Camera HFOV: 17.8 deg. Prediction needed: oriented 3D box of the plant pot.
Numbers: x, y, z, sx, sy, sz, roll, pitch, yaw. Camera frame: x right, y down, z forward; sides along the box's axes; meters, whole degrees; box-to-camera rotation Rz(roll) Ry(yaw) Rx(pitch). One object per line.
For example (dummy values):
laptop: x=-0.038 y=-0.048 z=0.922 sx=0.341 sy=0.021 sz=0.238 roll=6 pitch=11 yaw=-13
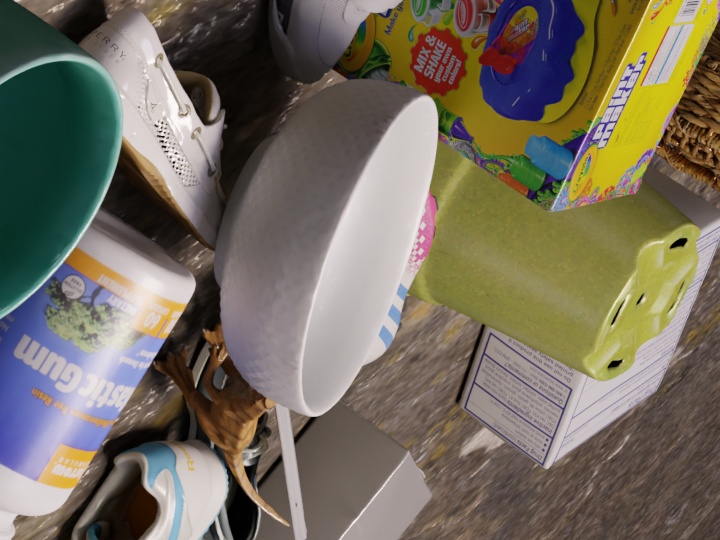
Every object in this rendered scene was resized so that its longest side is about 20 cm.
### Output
plant pot: x=0.137 y=-0.022 z=1.657 sx=0.200 sy=0.184 sz=0.201 roll=-43 pitch=153 yaw=-28

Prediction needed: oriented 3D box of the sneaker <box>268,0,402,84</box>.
sneaker: x=0.026 y=-0.181 z=1.333 sx=0.075 sy=0.115 sz=0.201 roll=-8 pitch=129 yaw=-58

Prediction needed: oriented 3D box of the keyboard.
keyboard: x=-0.052 y=0.096 z=1.523 sx=0.011 sy=0.057 sz=0.201 roll=-9 pitch=132 yaw=-3

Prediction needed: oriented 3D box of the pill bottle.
pill bottle: x=-0.185 y=0.062 z=1.251 sx=0.201 sy=0.112 sz=0.112 roll=-59 pitch=156 yaw=5

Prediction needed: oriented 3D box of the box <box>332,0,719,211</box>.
box: x=0.109 y=-0.174 z=1.402 sx=0.122 sy=0.192 sz=0.201 roll=-13 pitch=132 yaw=-57

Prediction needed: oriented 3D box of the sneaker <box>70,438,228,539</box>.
sneaker: x=-0.164 y=0.202 z=1.529 sx=0.080 sy=0.076 sz=0.201 roll=7 pitch=109 yaw=-54

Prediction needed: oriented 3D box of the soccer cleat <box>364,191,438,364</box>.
soccer cleat: x=0.000 y=0.000 z=1.568 sx=0.086 sy=0.070 sz=0.201 roll=-37 pitch=150 yaw=-36

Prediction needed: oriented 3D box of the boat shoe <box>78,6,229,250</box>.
boat shoe: x=-0.103 y=-0.077 z=1.277 sx=0.069 sy=0.071 sz=0.200 roll=-49 pitch=154 yaw=-9

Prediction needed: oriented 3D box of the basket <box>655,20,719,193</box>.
basket: x=0.305 y=-0.102 z=1.847 sx=0.142 sy=0.199 sz=0.150 roll=-21 pitch=140 yaw=-53

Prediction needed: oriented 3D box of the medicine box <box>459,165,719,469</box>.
medicine box: x=0.195 y=0.035 z=1.936 sx=0.182 sy=0.103 sz=0.201 roll=-27 pitch=144 yaw=-47

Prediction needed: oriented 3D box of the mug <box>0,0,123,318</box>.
mug: x=-0.212 y=-0.052 z=1.053 sx=0.185 sy=0.114 sz=0.153 roll=-38 pitch=151 yaw=-33

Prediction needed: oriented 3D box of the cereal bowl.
cereal bowl: x=-0.029 y=-0.021 z=1.336 sx=0.200 sy=0.083 sz=0.202 roll=21 pitch=90 yaw=-78

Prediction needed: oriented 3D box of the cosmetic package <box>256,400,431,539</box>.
cosmetic package: x=-0.042 y=0.207 z=1.739 sx=0.200 sy=0.090 sz=0.107 roll=-52 pitch=156 yaw=-15

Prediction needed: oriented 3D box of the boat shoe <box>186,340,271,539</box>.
boat shoe: x=-0.080 y=0.108 z=1.565 sx=0.073 sy=0.062 sz=0.201 roll=-26 pitch=142 yaw=-45

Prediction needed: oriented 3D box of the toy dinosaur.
toy dinosaur: x=-0.085 y=0.096 z=1.477 sx=0.060 sy=0.107 sz=0.200 roll=-23 pitch=159 yaw=-16
